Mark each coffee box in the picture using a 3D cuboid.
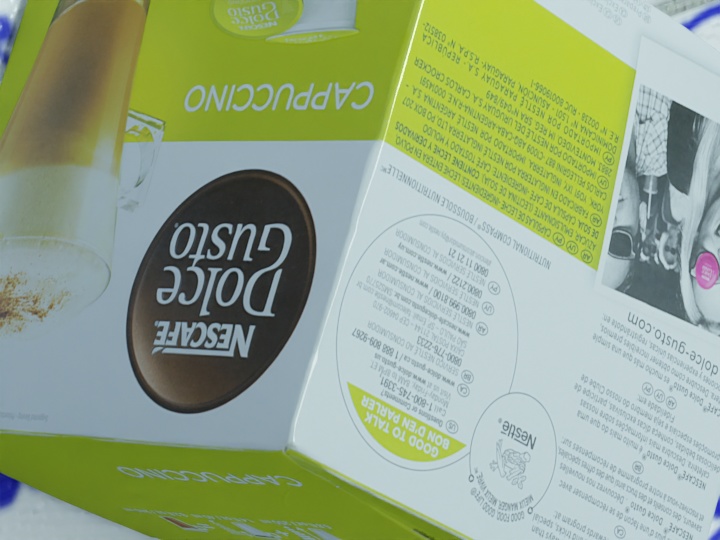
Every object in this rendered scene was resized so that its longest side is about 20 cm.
[{"bbox_3d":[0.000,0.000,1.020,0.200,0.199,0.198,30,71,-41],"label":"coffee box"}]
